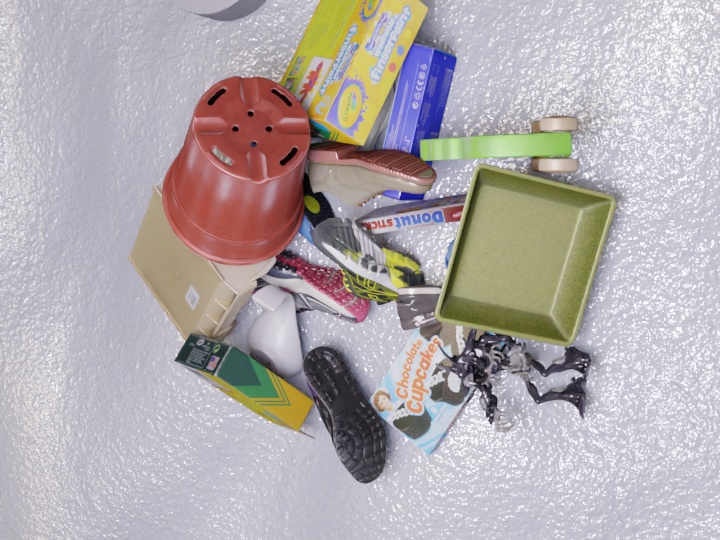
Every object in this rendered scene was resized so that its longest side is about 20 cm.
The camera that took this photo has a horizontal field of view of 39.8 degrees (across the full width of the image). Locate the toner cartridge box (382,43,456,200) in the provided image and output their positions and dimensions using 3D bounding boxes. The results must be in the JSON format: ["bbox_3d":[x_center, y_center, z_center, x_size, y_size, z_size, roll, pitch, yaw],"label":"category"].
[{"bbox_3d":[0.074,-0.197,1.341,0.043,0.095,0.203,17,100,21],"label":"toner cartridge box"}]

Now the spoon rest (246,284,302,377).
[{"bbox_3d":[-0.122,0.087,1.432,0.099,0.061,0.201,31,147,16],"label":"spoon rest"}]

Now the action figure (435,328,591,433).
[{"bbox_3d":[0.195,0.137,1.285,0.197,0.102,0.120,5,118,4],"label":"action figure"}]

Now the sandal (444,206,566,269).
[{"bbox_3d":[0.188,-0.044,1.309,0.199,0.087,0.080,-37,78,20],"label":"sandal"}]

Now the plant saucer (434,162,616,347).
[{"bbox_3d":[0.200,-0.021,1.250,0.197,0.048,0.202,11,102,-16],"label":"plant saucer"}]

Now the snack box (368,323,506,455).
[{"bbox_3d":[0.107,0.142,1.385,0.116,0.037,0.201,37,108,17],"label":"snack box"}]

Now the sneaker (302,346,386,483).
[{"bbox_3d":[-0.021,0.208,1.426,0.075,0.088,0.202,-21,76,-12],"label":"sneaker"}]

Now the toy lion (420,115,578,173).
[{"bbox_3d":[0.169,-0.155,1.253,0.189,0.200,0.070,-1,96,5],"label":"toy lion"}]

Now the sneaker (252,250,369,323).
[{"bbox_3d":[-0.073,0.032,1.440,0.198,0.080,0.076,22,118,28],"label":"sneaker"}]

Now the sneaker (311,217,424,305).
[{"bbox_3d":[0.000,0.000,1.348,0.084,0.199,0.075,-31,45,33],"label":"sneaker"}]

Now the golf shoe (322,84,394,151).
[{"bbox_3d":[-0.007,-0.205,1.379,0.074,0.091,0.203,17,99,23],"label":"golf shoe"}]

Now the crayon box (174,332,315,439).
[{"bbox_3d":[-0.155,0.166,1.424,0.126,0.200,0.051,9,64,53],"label":"crayon box"}]

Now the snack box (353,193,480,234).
[{"bbox_3d":[0.087,-0.078,1.335,0.198,0.072,0.025,-7,104,36],"label":"snack box"}]

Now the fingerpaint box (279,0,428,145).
[{"bbox_3d":[-0.020,-0.276,1.318,0.166,0.073,0.202,18,81,56],"label":"fingerpaint box"}]

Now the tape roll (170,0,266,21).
[{"bbox_3d":[-0.210,-0.474,1.459,0.198,0.066,0.203,2,96,23],"label":"tape roll"}]

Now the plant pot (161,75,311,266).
[{"bbox_3d":[-0.151,-0.137,1.290,0.202,0.200,0.196,54,155,11],"label":"plant pot"}]

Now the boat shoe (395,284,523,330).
[{"bbox_3d":[0.145,0.046,1.321,0.197,0.067,0.058,-2,94,-4],"label":"boat shoe"}]

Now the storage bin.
[{"bbox_3d":[-0.232,-0.014,1.442,0.199,0.093,0.200,52,143,11],"label":"storage bin"}]

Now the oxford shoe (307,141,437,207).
[{"bbox_3d":[0.014,-0.118,1.293,0.198,0.070,0.075,17,117,37],"label":"oxford shoe"}]

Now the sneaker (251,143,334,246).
[{"bbox_3d":[-0.108,-0.105,1.450,0.078,0.066,0.201,-42,77,33],"label":"sneaker"}]
